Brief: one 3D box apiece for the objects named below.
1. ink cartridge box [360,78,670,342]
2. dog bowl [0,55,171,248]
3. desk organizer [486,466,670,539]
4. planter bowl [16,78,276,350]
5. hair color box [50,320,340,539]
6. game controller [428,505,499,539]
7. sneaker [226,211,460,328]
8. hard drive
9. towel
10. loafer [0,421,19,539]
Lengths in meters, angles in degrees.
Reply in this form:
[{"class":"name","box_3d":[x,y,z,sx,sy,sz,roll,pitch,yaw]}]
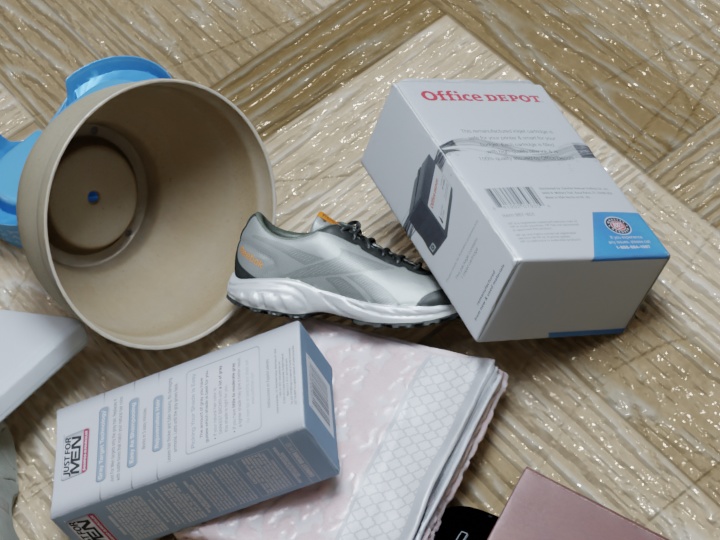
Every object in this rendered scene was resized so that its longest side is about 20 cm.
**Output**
[{"class":"ink cartridge box","box_3d":[0.111,-0.048,1.364,0.144,0.084,0.201,-2,44,-33]},{"class":"dog bowl","box_3d":[-0.234,-0.095,1.525,0.200,0.050,0.111,-42,57,-19]},{"class":"desk organizer","box_3d":[0.171,0.213,1.172,0.199,0.072,0.077,26,60,12]},{"class":"planter bowl","box_3d":[-0.182,-0.050,1.410,0.200,0.201,0.134,-44,31,-21]},{"class":"hair color box","box_3d":[-0.117,0.121,1.296,0.199,0.061,0.100,-20,43,14]},{"class":"game controller","box_3d":[0.049,0.246,1.218,0.104,0.042,0.200,22,60,25]},{"class":"sneaker","box_3d":[0.000,0.000,1.369,0.198,0.074,0.080,7,94,5]},{"class":"hard drive","box_3d":[-0.311,0.093,1.355,0.131,0.026,0.200,5,33,33]},{"class":"towel","box_3d":[-0.014,0.127,1.312,0.190,0.032,0.201,10,54,28]},{"class":"loafer","box_3d":[-0.283,0.191,1.316,0.062,0.072,0.201,-23,44,14]}]
